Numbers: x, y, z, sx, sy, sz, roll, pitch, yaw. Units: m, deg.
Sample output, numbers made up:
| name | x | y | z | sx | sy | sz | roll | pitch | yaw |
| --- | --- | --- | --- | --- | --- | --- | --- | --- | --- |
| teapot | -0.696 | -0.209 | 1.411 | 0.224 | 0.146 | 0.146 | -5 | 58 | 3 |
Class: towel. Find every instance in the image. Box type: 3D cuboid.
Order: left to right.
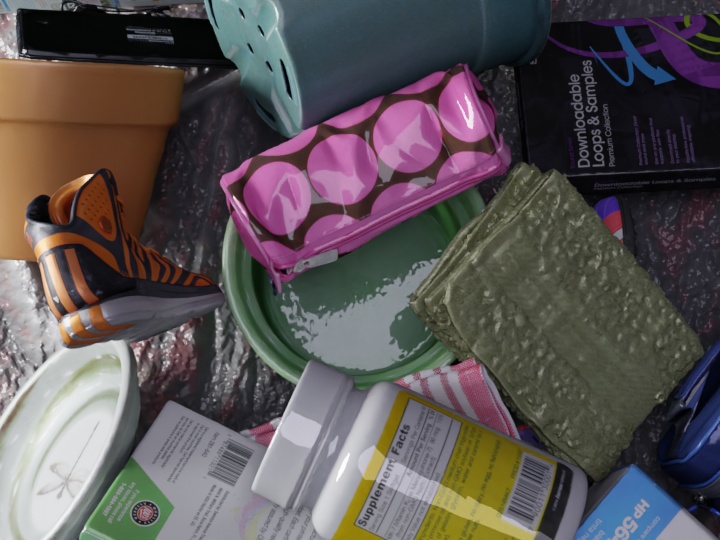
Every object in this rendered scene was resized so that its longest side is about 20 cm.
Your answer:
| name | x | y | z | sx | sy | sz | roll | pitch | yaw |
| --- | --- | --- | --- | --- | --- | --- | --- | --- | --- |
| towel | 0.022 | 0.152 | 1.095 | 0.199 | 0.030 | 0.147 | -19 | 110 | 18 |
| towel | 0.142 | 0.036 | 1.093 | 0.200 | 0.036 | 0.149 | 45 | 79 | -12 |

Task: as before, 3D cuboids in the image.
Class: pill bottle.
| name | x | y | z | sx | sy | sz | roll | pitch | yaw |
| --- | --- | --- | --- | --- | --- | --- | --- | --- | --- |
| pill bottle | 0.037 | 0.142 | 1.011 | 0.199 | 0.114 | 0.115 | 25 | 81 | 1 |

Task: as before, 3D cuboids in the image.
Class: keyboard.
| name | x | y | z | sx | sy | sz | roll | pitch | yaw |
| --- | --- | --- | --- | --- | --- | --- | --- | --- | --- |
| keyboard | -0.166 | -0.170 | 1.195 | 0.198 | 0.104 | 0.040 | 2 | 123 | -16 |

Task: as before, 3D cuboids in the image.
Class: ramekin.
| name | x | y | z | sx | sy | sz | roll | pitch | yaw |
| --- | --- | --- | --- | --- | --- | --- | --- | --- | --- |
| ramekin | 0.000 | 0.000 | 1.150 | 0.198 | 0.098 | 0.202 | 0 | 80 | 0 |

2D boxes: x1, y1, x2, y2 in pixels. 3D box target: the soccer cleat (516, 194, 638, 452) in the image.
| name | x | y | z | sx | sy | sz | roll | pitch | yaw |
| --- | --- | --- | --- | --- | --- | --- | --- | --- | --- |
| soccer cleat | 0.163 | 0.038 | 1.157 | 0.073 | 0.068 | 0.202 | 9 | 84 | -1 |

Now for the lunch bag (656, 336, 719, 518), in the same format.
| name | x | y | z | sx | sy | sz | roll | pitch | yaw |
| --- | --- | --- | --- | --- | --- | --- | --- | --- | --- |
| lunch bag | 0.299 | 0.100 | 1.107 | 0.132 | 0.136 | 0.200 | 37 | 82 | 4 |

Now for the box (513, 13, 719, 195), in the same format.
| name | x | y | z | sx | sy | sz | roll | pitch | yaw |
| --- | --- | --- | --- | --- | --- | --- | --- | --- | --- |
| box | 0.219 | -0.128 | 1.182 | 0.198 | 0.036 | 0.144 | -4 | 62 | 1 |

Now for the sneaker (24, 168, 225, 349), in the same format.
| name | x | y | z | sx | sy | sz | roll | pitch | yaw |
| --- | --- | --- | --- | --- | --- | --- | --- | --- | --- |
| sneaker | -0.159 | -0.013 | 1.057 | 0.077 | 0.200 | 0.113 | -23 | 83 | 13 |

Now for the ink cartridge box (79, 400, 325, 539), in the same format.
| name | x | y | z | sx | sy | sz | roll | pitch | yaw |
| --- | --- | --- | --- | --- | --- | --- | --- | --- | --- |
| ink cartridge box | -0.078 | 0.197 | 1.045 | 0.199 | 0.145 | 0.084 | 25 | 126 | 3 |

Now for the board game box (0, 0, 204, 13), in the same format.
| name | x | y | z | sx | sy | sz | roll | pitch | yaw |
| --- | --- | --- | --- | --- | --- | --- | --- | --- | --- |
| board game box | -0.206 | -0.256 | 1.174 | 0.198 | 0.148 | 0.065 | -2 | 77 | 0 |

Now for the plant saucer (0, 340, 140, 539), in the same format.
| name | x | y | z | sx | sy | sz | roll | pitch | yaw |
| --- | --- | --- | --- | --- | --- | --- | --- | --- | --- |
| plant saucer | -0.212 | 0.140 | 1.105 | 0.050 | 0.200 | 0.201 | 35 | 81 | -30 |

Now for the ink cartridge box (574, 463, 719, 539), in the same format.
| name | x | y | z | sx | sy | sz | roll | pitch | yaw |
| --- | --- | --- | --- | --- | --- | --- | --- | --- | --- |
| ink cartridge box | 0.228 | 0.235 | 1.081 | 0.200 | 0.146 | 0.084 | 43 | 82 | 8 |

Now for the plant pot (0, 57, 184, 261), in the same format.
| name | x | y | z | sx | sy | sz | roll | pitch | yaw |
| --- | --- | --- | --- | --- | --- | --- | --- | --- | --- |
| plant pot | -0.232 | -0.083 | 1.132 | 0.198 | 0.200 | 0.141 | 4 | 96 | 1 |

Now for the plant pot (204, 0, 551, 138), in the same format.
| name | x | y | z | sx | sy | sz | roll | pitch | yaw |
| --- | --- | --- | --- | --- | --- | --- | --- | --- | --- |
| plant pot | 0.001 | -0.203 | 1.115 | 0.195 | 0.200 | 0.201 | -27 | 80 | -17 |

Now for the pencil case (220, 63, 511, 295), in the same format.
| name | x | y | z | sx | sy | sz | roll | pitch | yaw |
| --- | --- | --- | --- | --- | --- | --- | --- | --- | --- |
| pencil case | 0.008 | -0.064 | 1.068 | 0.199 | 0.091 | 0.094 | -28 | 45 | -3 |
